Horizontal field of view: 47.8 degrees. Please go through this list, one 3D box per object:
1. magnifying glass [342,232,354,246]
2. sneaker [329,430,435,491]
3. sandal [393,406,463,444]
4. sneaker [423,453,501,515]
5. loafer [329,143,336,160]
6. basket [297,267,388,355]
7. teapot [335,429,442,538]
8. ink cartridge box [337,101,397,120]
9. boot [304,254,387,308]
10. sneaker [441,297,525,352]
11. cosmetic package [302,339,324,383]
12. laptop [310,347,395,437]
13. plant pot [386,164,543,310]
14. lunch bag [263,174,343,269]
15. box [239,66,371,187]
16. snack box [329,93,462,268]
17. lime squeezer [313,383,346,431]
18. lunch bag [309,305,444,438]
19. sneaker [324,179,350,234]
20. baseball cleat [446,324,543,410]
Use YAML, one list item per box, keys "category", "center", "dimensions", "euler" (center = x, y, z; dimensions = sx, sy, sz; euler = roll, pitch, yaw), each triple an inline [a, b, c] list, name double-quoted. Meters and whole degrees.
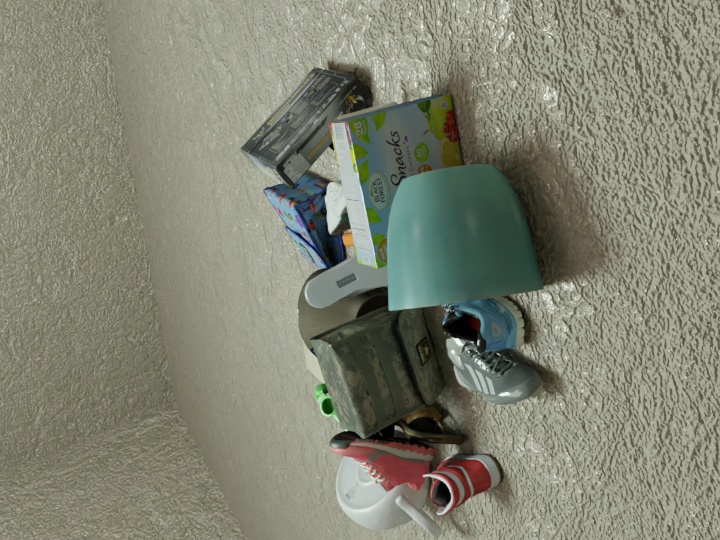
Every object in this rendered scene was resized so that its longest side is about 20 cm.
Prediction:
- category: "magnifying glass"
  center: [0.017, -0.060, 1.445]
  dimensions: [0.199, 0.022, 0.081]
  euler: [-1, 106, 66]
- category: "sneaker"
  center: [0.036, 0.315, 1.323]
  dimensions: [0.073, 0.197, 0.088]
  euler: [2, 78, 60]
- category: "sandal"
  center: [0.112, 0.260, 1.426]
  dimensions: [0.200, 0.080, 0.056]
  euler: [-159, 76, -69]
- category: "sneaker"
  center: [0.142, 0.356, 1.355]
  dimensions: [0.072, 0.111, 0.200]
  euler: [66, 156, 11]
- category: "loafer"
  center: [-0.010, -0.203, 1.343]
  dimensions: [0.200, 0.067, 0.077]
  euler: [39, 142, 52]
- category: "basket"
  center: [-0.013, 0.090, 1.490]
  dimensions: [0.199, 0.134, 0.184]
  euler: [5, 105, 60]
- category: "teapot"
  center: [0.061, 0.408, 1.532]
  dimensions: [0.195, 0.202, 0.146]
  euler: [-23, 129, 32]
- category: "ink cartridge box"
  center: [0.045, -0.141, 1.208]
  dimensions: [0.067, 0.116, 0.204]
  euler: [14, 120, 61]
- category: "boot"
  center: [0.000, 0.000, 1.385]
  dimensions: [0.096, 0.197, 0.075]
  euler: [-59, -52, -77]
- category: "sneaker"
  center: [0.145, 0.049, 1.160]
  dimensions: [0.200, 0.089, 0.080]
  euler: [42, 143, 50]
- category: "cosmetic package"
  center: [-0.046, 0.191, 1.698]
  dimensions: [0.199, 0.072, 0.105]
  euler: [33, 136, 56]
- category: "laptop"
  center: [-0.019, 0.252, 1.485]
  dimensions: [0.178, 0.102, 0.202]
  euler: [53, -153, -31]
- category: "plant pot"
  center: [0.122, -0.043, 1.032]
  dimensions: [0.200, 0.197, 0.164]
  euler: [167, 96, -66]
- category: "lunch bag"
  center: [-0.094, -0.078, 1.620]
  dimensions: [0.150, 0.093, 0.203]
  euler: [30, 145, 55]
- category: "box"
  center: [-0.094, -0.242, 1.348]
  dimensions: [0.048, 0.201, 0.158]
  euler: [46, 171, -33]
- category: "snack box"
  center: [0.059, -0.125, 1.126]
  dimensions: [0.067, 0.166, 0.204]
  euler: [15, 120, 63]
- category: "lime squeezer"
  center: [-0.052, 0.246, 1.476]
  dimensions: [0.071, 0.037, 0.200]
  euler: [54, 180, -26]
- category: "lunch bag"
  center: [0.043, 0.152, 1.324]
  dimensions: [0.117, 0.198, 0.167]
  euler: [1, 112, 64]
- category: "sneaker"
  center: [-0.027, -0.130, 1.432]
  dimensions: [0.081, 0.069, 0.200]
  euler: [70, 157, 10]
- category: "baseball cleat"
  center: [0.177, 0.133, 1.159]
  dimensions: [0.108, 0.069, 0.199]
  euler: [60, 158, -12]
